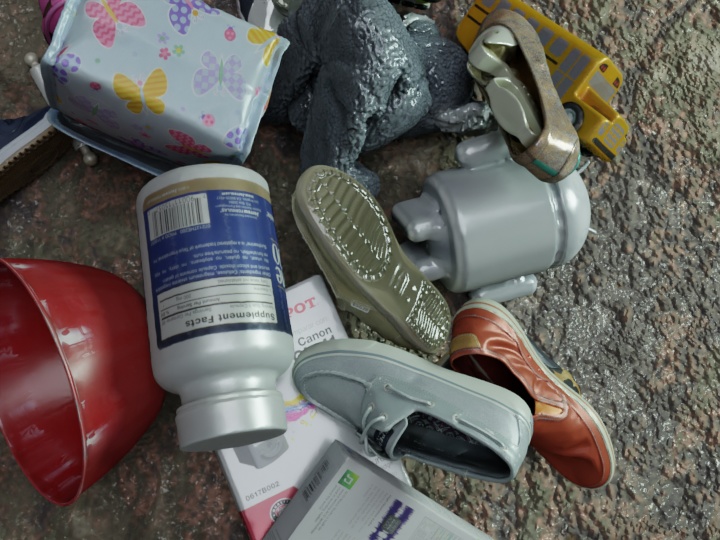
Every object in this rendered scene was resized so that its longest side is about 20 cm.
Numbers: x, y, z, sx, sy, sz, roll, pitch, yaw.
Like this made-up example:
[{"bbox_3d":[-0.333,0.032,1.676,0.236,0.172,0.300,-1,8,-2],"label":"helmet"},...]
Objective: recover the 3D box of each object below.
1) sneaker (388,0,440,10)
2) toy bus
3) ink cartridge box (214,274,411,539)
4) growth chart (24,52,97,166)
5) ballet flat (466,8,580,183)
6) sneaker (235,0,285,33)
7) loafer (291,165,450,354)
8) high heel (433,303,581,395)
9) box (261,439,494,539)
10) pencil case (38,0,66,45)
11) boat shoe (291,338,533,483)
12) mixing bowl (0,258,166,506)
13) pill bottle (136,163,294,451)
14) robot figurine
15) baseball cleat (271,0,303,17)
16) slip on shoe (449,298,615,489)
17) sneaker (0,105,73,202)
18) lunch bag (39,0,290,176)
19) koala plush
[{"bbox_3d":[0.047,-0.296,0.750,0.076,0.200,0.086,10,103,-16],"label":"sneaker"},{"bbox_3d":[0.177,-0.189,0.764,0.079,0.065,0.200,-52,54,14],"label":"toy bus"},{"bbox_3d":[-0.062,0.128,0.708,0.146,0.086,0.203,-23,84,-11],"label":"ink cartridge box"},{"bbox_3d":[-0.224,-0.207,0.786,0.199,0.018,0.145,-41,87,-12],"label":"growth chart"},{"bbox_3d":[0.130,-0.165,0.693,0.066,0.068,0.202,9,46,-35],"label":"ballet flat"},{"bbox_3d":[-0.077,-0.331,0.772,0.078,0.130,0.203,15,77,-3],"label":"sneaker"},{"bbox_3d":[0.000,0.000,0.690,0.201,0.068,0.076,53,49,-22],"label":"loafer"},{"bbox_3d":[0.121,0.131,0.715,0.143,0.072,0.199,48,52,8],"label":"high heel"},{"bbox_3d":[0.013,0.248,0.662,0.199,0.036,0.145,37,91,-25],"label":"box"},{"bbox_3d":[-0.275,-0.309,0.747,0.089,0.094,0.203,-20,73,-6],"label":"pencil case"},{"bbox_3d":[0.033,0.111,0.617,0.197,0.071,0.072,14,36,13],"label":"boat shoe"},{"bbox_3d":[-0.229,0.076,0.659,0.107,0.199,0.203,-18,80,-42],"label":"mixing bowl"},{"bbox_3d":[-0.110,0.030,0.621,0.109,0.111,0.204,-8,73,-9],"label":"pill bottle"},{"bbox_3d":[0.131,-0.048,0.753,0.196,0.113,0.172,-13,118,-10],"label":"robot figurine"},{"bbox_3d":[-0.006,-0.319,0.738,0.070,0.107,0.200,42,112,-8],"label":"baseball cleat"},{"bbox_3d":[0.139,0.114,0.660,0.201,0.074,0.061,50,45,-15],"label":"slip on shoe"},{"bbox_3d":[-0.358,-0.111,0.719,0.199,0.070,0.109,-41,88,-8],"label":"sneaker"},{"bbox_3d":[-0.169,-0.149,0.676,0.167,0.200,0.129,22,81,-17],"label":"lunch bag"},{"bbox_3d":[0.033,-0.174,0.747,0.197,0.185,0.179,-9,56,-36],"label":"koala plush"}]
